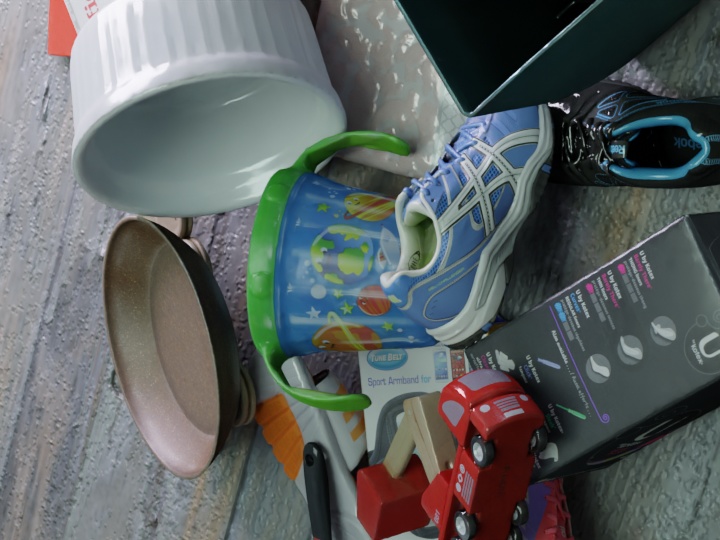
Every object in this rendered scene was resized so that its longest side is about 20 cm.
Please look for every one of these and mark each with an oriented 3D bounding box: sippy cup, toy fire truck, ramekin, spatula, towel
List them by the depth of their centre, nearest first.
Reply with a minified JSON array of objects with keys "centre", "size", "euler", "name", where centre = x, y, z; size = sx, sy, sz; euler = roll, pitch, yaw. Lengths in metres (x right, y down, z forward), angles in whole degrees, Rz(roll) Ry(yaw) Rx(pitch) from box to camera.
[{"centre":[0.058,0.131,1.632],"size":[0.141,0.048,0.201],"euler":[52,145,41],"name":"toy fire truck"},{"centre":[0.000,0.000,1.709],"size":[0.129,0.140,0.179],"euler":[5,109,14],"name":"sippy cup"},{"centre":[-0.115,-0.128,1.744],"size":[0.200,0.200,0.098],"euler":[-32,58,34],"name":"ramekin"},{"centre":[0.043,-0.166,1.750],"size":[0.190,0.032,0.202],"euler":[18,104,34],"name":"towel"},{"centre":[-0.021,0.215,1.802],"size":[0.056,0.020,0.201],"euler":[17,128,42],"name":"spatula"}]

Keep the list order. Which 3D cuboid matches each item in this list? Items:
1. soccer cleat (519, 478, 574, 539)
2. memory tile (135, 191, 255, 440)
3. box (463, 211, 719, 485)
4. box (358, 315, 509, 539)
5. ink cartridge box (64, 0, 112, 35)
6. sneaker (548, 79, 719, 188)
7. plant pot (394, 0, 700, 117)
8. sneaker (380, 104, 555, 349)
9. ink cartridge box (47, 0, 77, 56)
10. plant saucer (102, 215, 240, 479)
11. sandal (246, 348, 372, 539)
[{"centre":[0.123,0.186,1.664],"size":[0.073,0.068,0.202],"euler":[-22,53,51],"name":"soccer cleat"},{"centre":[-0.135,0.039,1.865],"size":[0.153,0.017,0.201],"euler":[-42,64,59],"name":"memory tile"},{"centre":[0.189,0.051,1.602],"size":[0.199,0.122,0.107],"euler":[-33,74,35],"name":"box"},{"centre":[0.060,0.118,1.756],"size":[0.118,0.041,0.202],"euler":[-6,93,37],"name":"box"},{"centre":[-0.130,-0.249,1.787],"size":[0.199,0.085,0.147],"euler":[-28,80,30],"name":"ink cartridge box"},{"centre":[0.173,-0.091,1.628],"size":[0.199,0.082,0.074],"euler":[0,97,38],"name":"sneaker"},{"centre":[0.135,-0.197,1.574],"size":[0.141,0.199,0.142],"euler":[-40,71,31],"name":"plant pot"},{"centre":[0.073,-0.052,1.629],"size":[0.076,0.077,0.202],"euler":[-15,54,56],"name":"sneaker"},{"centre":[-0.181,-0.241,1.899],"size":[0.199,0.047,0.162],"euler":[8,99,34],"name":"ink cartridge box"},{"centre":[-0.137,0.054,1.814],"size":[0.200,0.036,0.202],"euler":[38,135,50],"name":"plant saucer"},{"centre":[-0.019,0.138,1.811],"size":[0.079,0.059,0.208],"euler":[-7,110,53],"name":"sandal"}]
